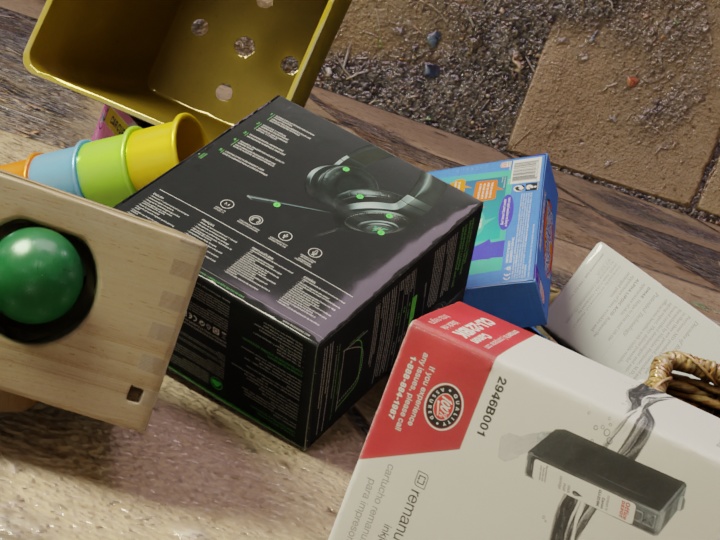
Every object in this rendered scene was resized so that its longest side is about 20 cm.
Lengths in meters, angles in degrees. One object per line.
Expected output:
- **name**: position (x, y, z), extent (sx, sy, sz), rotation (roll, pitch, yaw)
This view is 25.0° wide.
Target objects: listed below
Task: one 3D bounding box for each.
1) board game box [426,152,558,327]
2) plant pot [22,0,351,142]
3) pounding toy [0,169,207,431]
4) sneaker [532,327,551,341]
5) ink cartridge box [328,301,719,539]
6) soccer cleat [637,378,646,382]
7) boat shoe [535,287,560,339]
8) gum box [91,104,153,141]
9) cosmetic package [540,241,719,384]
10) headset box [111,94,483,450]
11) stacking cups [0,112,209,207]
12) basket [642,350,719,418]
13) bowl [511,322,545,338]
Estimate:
- **board game box**: position (0.041, -0.012, 1.190), extent (0.199, 0.045, 0.152), rotation (-7, 38, 17)
- **plant pot**: position (-0.107, -0.192, 1.248), extent (0.199, 0.201, 0.176), rotation (23, -1, 11)
- **pounding toy**: position (-0.193, 0.020, 0.836), extent (0.183, 0.143, 0.200), rotation (19, 0, -14)
- **sneaker**: position (0.125, 0.054, 1.360), extent (0.066, 0.079, 0.200), rotation (25, 10, 31)
- **ink cartridge box**: position (0.100, 0.123, 0.785), extent (0.199, 0.145, 0.084), rotation (24, 12, 16)
- **soccer cleat**: position (0.209, 0.131, 1.043), extent (0.069, 0.085, 0.200), rotation (30, -1, 44)
- **boat shoe**: position (0.093, 0.024, 1.479), extent (0.199, 0.063, 0.073), rotation (14, 13, -29)
- **gum box**: position (-0.168, -0.058, 1.248), extent (0.066, 0.114, 0.200), rotation (16, 12, -24)
- **cosmetic package**: position (0.239, 0.075, 1.196), extent (0.200, 0.081, 0.113), rotation (36, 1, 21)
- **headset box**: position (-0.041, -0.009, 1.051), extent (0.174, 0.093, 0.200), rotation (28, 45, 21)
- **stacking cups**: position (-0.202, -0.057, 1.129), extent (0.199, 0.061, 0.060), rotation (-13, -1, 21)
- **basket**: position (0.235, 0.151, 0.895), extent (0.199, 0.149, 0.143), rotation (22, 11, -2)
- **bowl**: position (0.164, 0.096, 1.178), extent (0.200, 0.039, 0.201), rotation (36, 3, -2)
